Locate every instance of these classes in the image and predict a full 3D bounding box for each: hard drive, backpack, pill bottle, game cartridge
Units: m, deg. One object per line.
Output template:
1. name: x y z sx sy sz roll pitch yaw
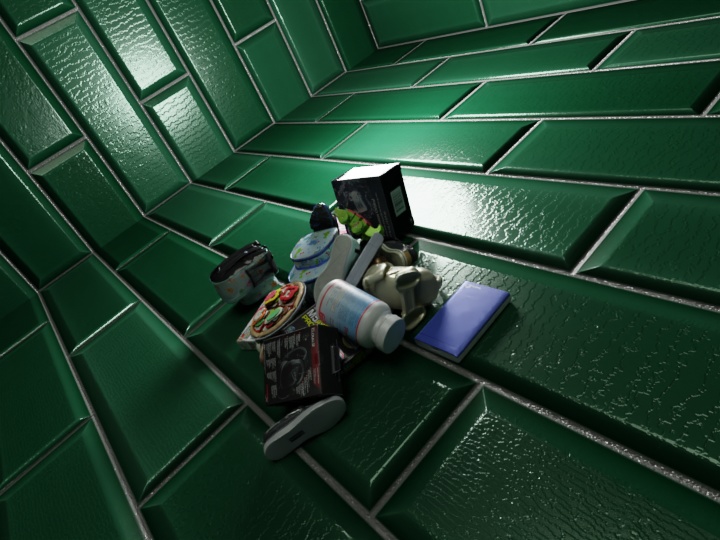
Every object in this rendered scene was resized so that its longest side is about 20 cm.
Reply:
1. hard drive: 0.229 0.109 1.170 0.200 0.026 0.131 -44 34 -23
2. backpack: -0.371 0.020 1.655 0.198 0.156 0.175 -29 27 -21
3. pill bottle: 0.001 0.106 1.183 0.198 0.110 0.109 27 58 34
4. backpack: -0.119 -0.018 1.516 0.180 0.148 0.202 -10 39 33
5. game cartridge: 0.000 0.000 1.383 0.040 0.133 0.202 29 77 8

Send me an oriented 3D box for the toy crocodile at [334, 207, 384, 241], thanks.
1. toy crocodile: -0.009 -0.140 1.534 0.199 0.067 0.062 37 95 45

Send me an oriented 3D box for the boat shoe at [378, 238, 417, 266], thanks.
1. boat shoe: 0.095 -0.047 1.454 0.061 0.076 0.199 -22 18 -19

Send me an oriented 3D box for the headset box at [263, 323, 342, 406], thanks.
1. headset box: -0.124 0.212 1.159 0.198 0.077 0.152 -20 66 33

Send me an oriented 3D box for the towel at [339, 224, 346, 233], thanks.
1. towel: -0.074 -0.120 1.740 0.144 0.030 0.201 -5 38 33

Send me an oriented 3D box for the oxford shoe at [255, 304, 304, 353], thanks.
1. oxford shoe: -0.218 0.145 1.423 0.058 0.075 0.201 -40 10 50

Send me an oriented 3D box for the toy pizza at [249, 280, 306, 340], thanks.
1. toy pizza: -0.227 0.099 1.392 0.198 0.032 0.202 -32 28 19

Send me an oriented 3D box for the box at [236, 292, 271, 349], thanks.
1. box: -0.263 0.142 1.508 0.108 0.035 0.201 -6 38 33

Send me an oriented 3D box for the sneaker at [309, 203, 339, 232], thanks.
1. sneaker: -0.105 -0.144 1.579 0.074 0.201 0.080 2 62 9

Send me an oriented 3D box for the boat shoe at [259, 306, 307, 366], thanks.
1. boat shoe: -0.186 0.174 1.365 0.071 0.076 0.201 9 49 40

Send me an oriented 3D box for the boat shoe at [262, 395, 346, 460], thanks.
1. boat shoe: -0.122 0.320 1.111 0.199 0.072 0.068 -36 32 1

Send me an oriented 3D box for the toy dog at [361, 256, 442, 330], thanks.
1. toy dog: 0.086 0.029 1.297 0.193 0.142 0.198 -34 30 -28

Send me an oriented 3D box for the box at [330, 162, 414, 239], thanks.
1. box: 0.038 -0.208 1.595 0.198 0.200 0.117 3 30 41

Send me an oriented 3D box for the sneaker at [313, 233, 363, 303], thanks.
1. sneaker: -0.054 0.004 1.405 0.073 0.118 0.203 25 97 17

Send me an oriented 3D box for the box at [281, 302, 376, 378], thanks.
1. box: -0.076 0.165 1.262 0.159 0.045 0.200 -37 50 -14
